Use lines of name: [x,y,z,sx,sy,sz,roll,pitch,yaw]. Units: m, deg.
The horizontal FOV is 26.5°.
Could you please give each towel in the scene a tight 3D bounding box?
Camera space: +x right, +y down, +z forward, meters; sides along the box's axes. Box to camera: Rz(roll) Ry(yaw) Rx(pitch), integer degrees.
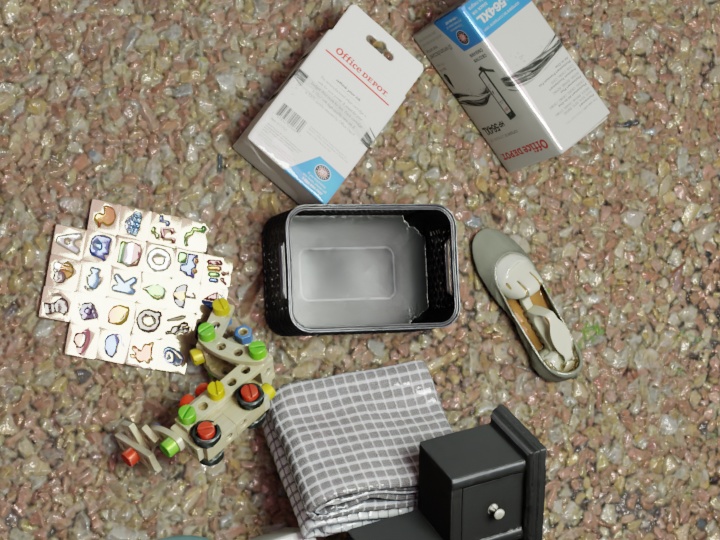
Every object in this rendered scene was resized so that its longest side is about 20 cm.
towel: [0.010,0.186,1.626,0.198,0.086,0.166,-9,46,-20]

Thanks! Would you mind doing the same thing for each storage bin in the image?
storage bin: [0.000,0.000,1.681,0.198,0.094,0.137,-1,85,-21]

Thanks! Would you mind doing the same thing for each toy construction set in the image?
toy construction set: [-0.166,0.132,1.593,0.131,0.092,0.200,34,73,27]

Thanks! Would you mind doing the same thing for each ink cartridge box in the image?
ink cartridge box: [0.169,-0.221,1.735,0.084,0.146,0.201,-39,98,-19]
ink cartridge box: [-0.034,-0.180,1.697,0.116,0.068,0.201,40,74,-12]

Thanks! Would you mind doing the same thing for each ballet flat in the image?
ballet flat: [0.199,0.037,1.766,0.067,0.064,0.201,-31,96,-20]

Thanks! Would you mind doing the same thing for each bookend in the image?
bookend: [0.078,0.263,1.537,0.197,0.092,0.202,-12,119,-22]

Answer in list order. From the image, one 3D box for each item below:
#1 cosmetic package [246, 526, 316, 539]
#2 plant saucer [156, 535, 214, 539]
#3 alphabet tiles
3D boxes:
cosmetic package: [-0.135,0.343,1.575,0.198,0.081,0.114,-15,88,-25]
plant saucer: [-0.185,0.382,1.614,0.198,0.027,0.202,2,85,-21]
alphabet tiles: [-0.238,0.018,1.638,0.198,0.006,0.168,11,82,-19]
